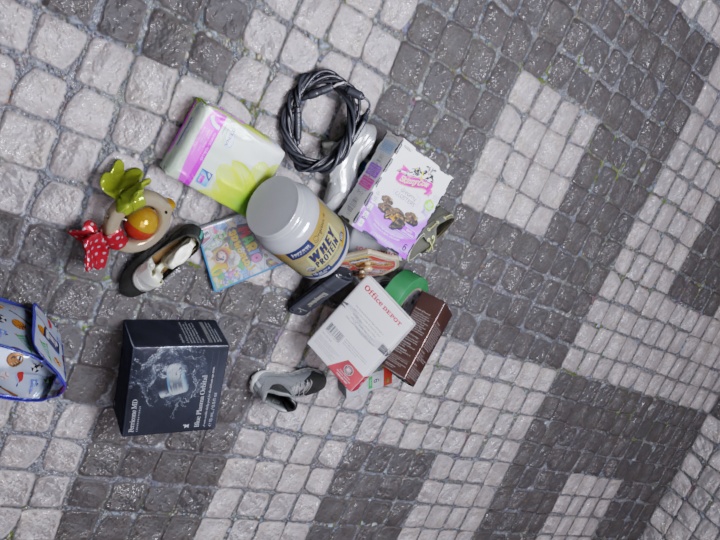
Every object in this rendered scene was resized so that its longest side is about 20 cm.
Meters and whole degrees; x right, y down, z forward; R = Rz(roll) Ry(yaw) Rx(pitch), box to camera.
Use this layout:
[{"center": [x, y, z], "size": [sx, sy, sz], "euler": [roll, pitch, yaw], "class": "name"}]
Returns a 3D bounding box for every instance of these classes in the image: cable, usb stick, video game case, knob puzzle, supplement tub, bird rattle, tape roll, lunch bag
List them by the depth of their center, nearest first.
[{"center": [-0.609, 0.133, 1.193], "size": [0.197, 0.170, 0.125], "euler": [27, 103, -35], "class": "lunch bag"}, {"center": [-0.421, -0.084, 1.253], "size": [0.161, 0.112, 0.204], "euler": [11, 110, -51], "class": "bird rattle"}, {"center": [-0.081, -0.290, 1.355], "size": [0.161, 0.051, 0.203], "euler": [33, 93, -10], "class": "cable"}, {"center": [-0.121, -0.083, 1.356], "size": [0.146, 0.144, 0.200], "euler": [-51, 145, 0], "class": "supplement tub"}, {"center": [-0.231, -0.055, 1.426], "size": [0.196, 0.018, 0.147], "euler": [-23, 122, -21], "class": "video game case"}, {"center": [-0.087, 0.046, 1.479], "size": [0.054, 0.034, 0.199], "euler": [10, 148, -37], "class": "usb stick"}, {"center": [0.000, 0.000, 1.500], "size": [0.214, 0.218, 0.031], "euler": [3, 75, -31], "class": "knob puzzle"}, {"center": [0.090, 0.101, 1.619], "size": [0.200, 0.047, 0.204], "euler": [-46, 151, -34], "class": "tape roll"}]

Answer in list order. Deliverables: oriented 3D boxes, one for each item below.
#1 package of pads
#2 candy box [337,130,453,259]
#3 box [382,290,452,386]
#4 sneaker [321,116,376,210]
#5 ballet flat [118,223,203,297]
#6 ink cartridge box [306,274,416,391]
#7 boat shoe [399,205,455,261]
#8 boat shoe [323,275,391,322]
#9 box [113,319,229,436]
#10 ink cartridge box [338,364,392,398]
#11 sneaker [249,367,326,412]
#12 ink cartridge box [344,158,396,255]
[{"center": [-0.256, -0.214, 1.306], "size": [0.198, 0.068, 0.157], "euler": [28, 98, -38], "class": "package of pads"}, {"center": [0.074, -0.154, 1.426], "size": [0.166, 0.071, 0.203], "euler": [28, 96, -36], "class": "candy box"}, {"center": [0.136, 0.162, 1.630], "size": [0.203, 0.074, 0.100], "euler": [-58, 155, -8], "class": "box"}, {"center": [-0.047, -0.226, 1.432], "size": [0.097, 0.078, 0.205], "euler": [21, 93, -28], "class": "sneaker"}, {"center": [-0.381, -0.014, 1.313], "size": [0.199, 0.068, 0.068], "euler": [-42, 123, -1], "class": "ballet flat"}, {"center": [0.005, 0.135, 1.487], "size": [0.200, 0.147, 0.083], "euler": [-46, 167, 4], "class": "ink cartridge box"}, {"center": [0.151, -0.082, 1.563], "size": [0.202, 0.059, 0.073], "euler": [-48, 157, -41], "class": "boat shoe"}, {"center": [0.013, 0.099, 1.600], "size": [0.198, 0.093, 0.075], "euler": [-39, 127, -9], "class": "boat shoe"}, {"center": [-0.386, 0.215, 1.400], "size": [0.195, 0.117, 0.202], "euler": [2, 111, -30], "class": "box"}, {"center": [0.040, 0.232, 1.705], "size": [0.195, 0.050, 0.112], "euler": [-14, 119, -25], "class": "ink cartridge box"}, {"center": [-0.150, 0.283, 1.573], "size": [0.195, 0.115, 0.077], "euler": [2, 112, -31], "class": "sneaker"}, {"center": [0.037, -0.128, 1.513], "size": [0.141, 0.084, 0.205], "euler": [8, 106, -33], "class": "ink cartridge box"}]
